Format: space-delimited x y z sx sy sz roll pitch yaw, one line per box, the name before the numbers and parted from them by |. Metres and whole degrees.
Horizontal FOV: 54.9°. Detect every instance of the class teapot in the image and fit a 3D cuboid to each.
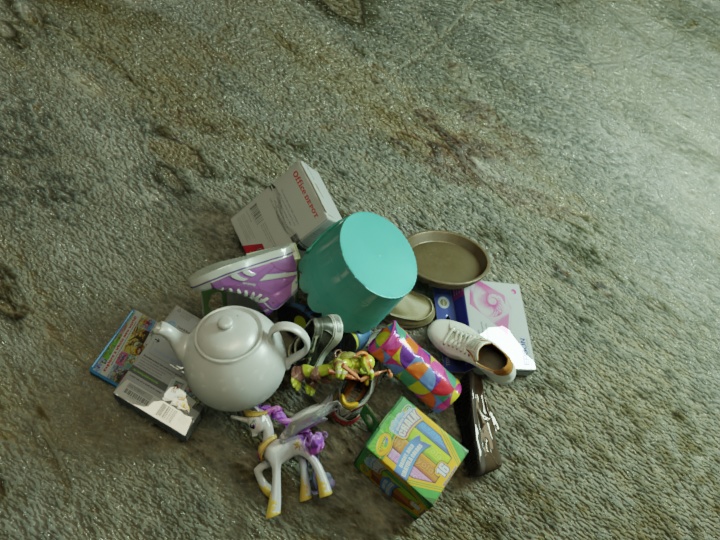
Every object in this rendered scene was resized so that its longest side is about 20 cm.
teapot | -0.217 0.133 1.199 0.199 0.148 0.196 -35 56 -28

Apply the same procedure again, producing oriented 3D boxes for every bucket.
bucket | 0.000 0.000 1.295 0.204 0.134 0.211 21 51 -28

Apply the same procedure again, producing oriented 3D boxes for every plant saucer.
plant saucer | 0.179 -0.022 1.483 0.195 0.030 0.202 4 37 -3

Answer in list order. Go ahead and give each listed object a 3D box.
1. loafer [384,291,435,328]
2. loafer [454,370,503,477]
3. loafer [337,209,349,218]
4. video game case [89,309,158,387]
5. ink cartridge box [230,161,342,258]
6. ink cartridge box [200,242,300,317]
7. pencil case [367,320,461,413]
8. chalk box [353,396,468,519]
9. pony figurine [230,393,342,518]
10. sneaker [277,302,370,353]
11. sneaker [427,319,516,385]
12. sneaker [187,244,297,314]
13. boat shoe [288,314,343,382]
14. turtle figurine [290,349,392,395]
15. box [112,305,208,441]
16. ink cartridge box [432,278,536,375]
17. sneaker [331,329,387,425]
loafer | 0.063 0.065 1.427 0.195 0.068 0.078 11 60 -6
loafer | 0.231 0.296 1.342 0.069 0.073 0.204 7 64 -20
loafer | -0.010 -0.068 1.483 0.197 0.067 0.077 29 54 -14
video game case | -0.384 0.178 1.303 0.197 0.018 0.145 28 60 4
ink cartridge box | -0.147 -0.098 1.403 0.199 0.083 0.147 -36 67 17
ink cartridge box | -0.215 0.029 1.343 0.196 0.147 0.049 -13 54 -17
pencil case | 0.105 0.186 1.326 0.200 0.088 0.089 44 59 -15
chalk box | 0.071 0.325 1.255 0.199 0.126 0.124 37 60 11
pony figurine | -0.117 0.306 1.227 0.189 0.167 0.204 -17 81 -11
sneaker | -0.072 0.108 1.374 0.197 0.067 0.078 18 27 23
sneaker | 0.214 0.142 1.349 0.198 0.085 0.073 28 74 27
sneaker | -0.203 0.033 1.242 0.196 0.072 0.117 -15 102 -19
boat shoe | -0.099 0.143 1.273 0.062 0.201 0.072 -1 54 -30
turtle figurine | -0.040 0.172 1.211 0.158 0.199 0.066 -17 77 20
box | -0.331 0.185 1.276 0.154 0.041 0.202 28 60 3
ink cartridge box | 0.257 0.116 1.442 0.195 0.043 0.200 5 61 -19
sneaker | 0.011 0.199 1.335 0.076 0.083 0.202 24 58 4
